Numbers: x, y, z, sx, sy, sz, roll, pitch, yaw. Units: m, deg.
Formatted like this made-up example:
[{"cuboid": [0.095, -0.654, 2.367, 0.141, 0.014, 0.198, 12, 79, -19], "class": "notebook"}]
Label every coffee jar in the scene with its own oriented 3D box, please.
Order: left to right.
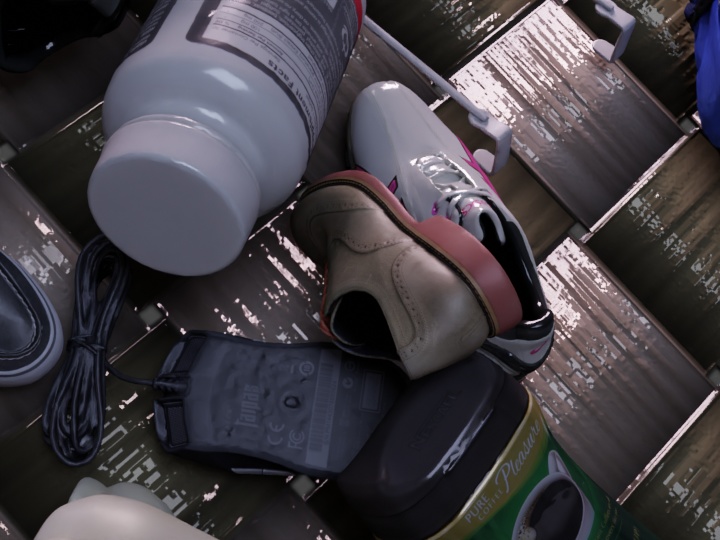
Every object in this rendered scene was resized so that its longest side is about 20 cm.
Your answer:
[{"cuboid": [0.083, 0.137, 0.684, 0.200, 0.085, 0.104, 47, 65, -18], "class": "coffee jar"}]

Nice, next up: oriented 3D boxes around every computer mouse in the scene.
[{"cuboid": [-0.067, 0.045, 0.734, 0.198, 0.046, 0.142, 3, 71, -3], "class": "computer mouse"}]

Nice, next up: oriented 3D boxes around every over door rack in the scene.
[{"cuboid": [0.069, -0.184, 0.851, 0.200, 0.067, 0.148, 46, 63, 5], "class": "over door rack"}]

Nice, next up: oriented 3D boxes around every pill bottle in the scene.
[{"cuboid": [-0.072, -0.098, 0.722, 0.110, 0.111, 0.201, 24, 49, -6], "class": "pill bottle"}]

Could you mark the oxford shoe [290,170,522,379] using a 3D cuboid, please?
[{"cuboid": [0.000, 0.000, 0.704, 0.075, 0.200, 0.071, -36, 116, -15], "class": "oxford shoe"}]

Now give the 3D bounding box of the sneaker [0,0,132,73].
[{"cuboid": [-0.135, -0.177, 0.728, 0.069, 0.200, 0.100, 37, 22, -40], "class": "sneaker"}]

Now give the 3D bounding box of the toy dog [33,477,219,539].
[{"cuboid": [-0.053, 0.172, 0.607, 0.199, 0.194, 0.140, 20, 51, -1], "class": "toy dog"}]

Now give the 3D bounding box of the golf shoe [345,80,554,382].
[{"cuboid": [0.057, -0.033, 0.778, 0.072, 0.092, 0.201, -22, 74, -23], "class": "golf shoe"}]

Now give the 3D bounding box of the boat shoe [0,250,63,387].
[{"cuboid": [-0.235, -0.019, 0.687, 0.200, 0.066, 0.070, 43, 73, 7], "class": "boat shoe"}]

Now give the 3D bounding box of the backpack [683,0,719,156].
[{"cuboid": [0.301, -0.163, 0.870, 0.161, 0.168, 0.202, 11, 70, -6], "class": "backpack"}]
